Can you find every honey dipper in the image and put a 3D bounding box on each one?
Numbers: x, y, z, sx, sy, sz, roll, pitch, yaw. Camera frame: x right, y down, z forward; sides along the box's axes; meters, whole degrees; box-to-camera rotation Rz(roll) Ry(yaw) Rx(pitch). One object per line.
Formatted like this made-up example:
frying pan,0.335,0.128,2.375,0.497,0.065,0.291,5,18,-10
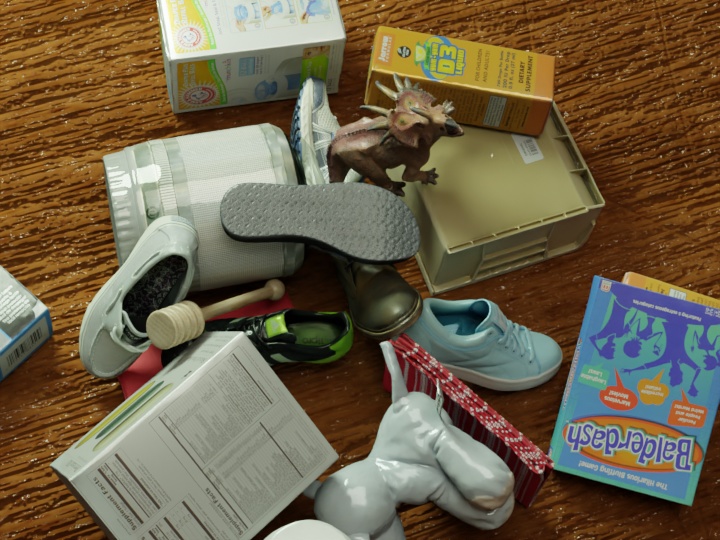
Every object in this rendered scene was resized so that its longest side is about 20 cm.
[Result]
honey dipper,-0.136,0.036,1.359,0.038,0.038,0.200,43,28,15

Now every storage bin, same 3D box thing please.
storage bin,0.138,-0.106,1.527,0.197,0.094,0.201,-16,65,-15

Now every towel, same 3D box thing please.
towel,0.100,0.151,1.363,0.200,0.145,0.022,40,72,14

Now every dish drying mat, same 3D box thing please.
dish drying mat,-0.159,0.079,1.440,0.198,0.018,0.077,-17,67,-14

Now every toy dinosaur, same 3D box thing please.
toy dinosaur,0.021,-0.134,1.412,0.199,0.135,0.087,-22,69,24

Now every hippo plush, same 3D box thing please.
hippo plush,0.043,0.212,1.311,0.161,0.201,0.159,-43,53,-15

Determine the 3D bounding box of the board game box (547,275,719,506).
board game box,0.287,0.122,1.405,0.151,0.045,0.202,14,93,1

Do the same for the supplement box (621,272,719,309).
supplement box,0.364,0.071,1.471,0.198,0.067,0.069,16,62,2

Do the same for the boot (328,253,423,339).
boot,0.000,0.000,1.395,0.074,0.200,0.097,-35,112,-3

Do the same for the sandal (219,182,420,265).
sandal,-0.038,-0.051,1.355,0.198,0.043,0.077,10,77,0

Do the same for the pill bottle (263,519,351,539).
pill bottle,-0.049,0.291,1.240,0.111,0.200,0.113,1,65,-3

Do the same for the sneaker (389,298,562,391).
sneaker,0.134,0.071,1.417,0.198,0.082,0.074,6,50,-26

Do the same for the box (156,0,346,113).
box,-0.126,-0.260,1.562,0.198,0.113,0.102,-8,66,-11

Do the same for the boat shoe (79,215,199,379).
boat shoe,-0.219,0.039,1.341,0.070,0.201,0.072,24,27,-20

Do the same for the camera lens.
camera lens,-0.157,-0.062,1.431,0.198,0.160,0.161,-10,65,-12

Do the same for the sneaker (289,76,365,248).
sneaker,-0.032,-0.119,1.531,0.084,0.077,0.202,-1,73,-12

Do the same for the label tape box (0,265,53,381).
label tape box,-0.434,0.038,1.402,0.200,0.066,0.143,40,65,11

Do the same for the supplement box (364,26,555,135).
supplement box,0.107,-0.204,1.484,0.198,0.069,0.067,8,60,0

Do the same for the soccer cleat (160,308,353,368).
soccer cleat,-0.104,0.068,1.395,0.198,0.081,0.068,-7,68,-10

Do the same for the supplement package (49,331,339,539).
supplement package,-0.157,0.177,1.278,0.200,0.152,0.151,-41,101,-17
